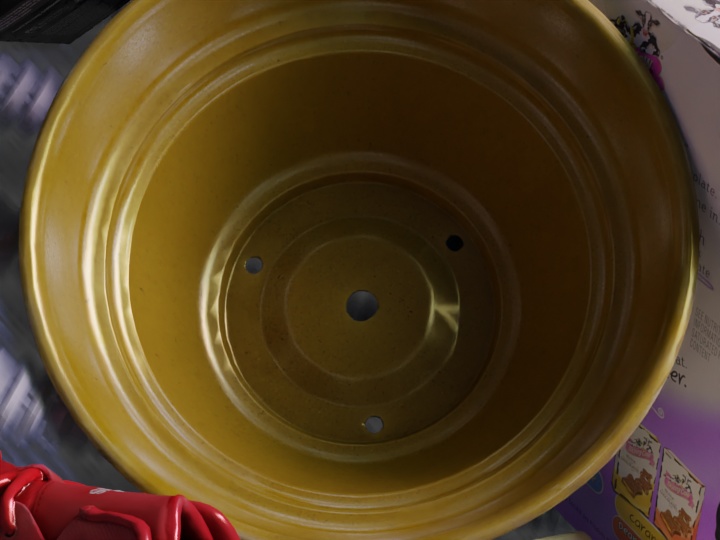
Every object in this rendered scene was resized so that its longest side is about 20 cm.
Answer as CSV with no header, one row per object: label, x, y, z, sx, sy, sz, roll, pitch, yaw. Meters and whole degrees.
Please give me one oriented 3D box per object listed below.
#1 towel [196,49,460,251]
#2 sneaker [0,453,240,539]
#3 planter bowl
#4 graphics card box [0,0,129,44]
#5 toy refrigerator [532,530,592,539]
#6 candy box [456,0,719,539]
towel,0.003,-0.059,1.019,0.200,0.112,0.048,28,0,-44
sneaker,-0.089,0.052,0.725,0.201,0.115,0.078,61,28,7
planter bowl,0.000,0.000,0.913,0.084,0.200,0.201,88,-21,-72
graphics card box,-0.107,-0.117,0.862,0.200,0.125,0.051,-4,65,-59
toy refrigerator,0.016,0.133,0.870,0.076,0.070,0.200,58,26,16
candy box,0.104,-0.008,0.960,0.071,0.201,0.168,-13,37,-27
